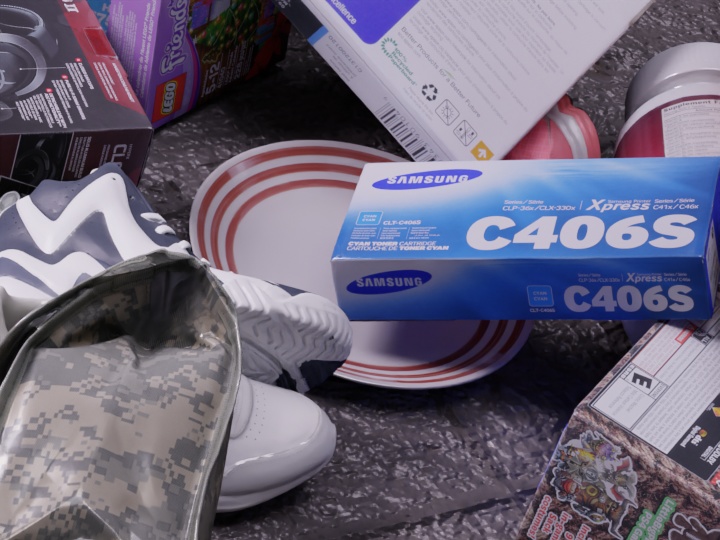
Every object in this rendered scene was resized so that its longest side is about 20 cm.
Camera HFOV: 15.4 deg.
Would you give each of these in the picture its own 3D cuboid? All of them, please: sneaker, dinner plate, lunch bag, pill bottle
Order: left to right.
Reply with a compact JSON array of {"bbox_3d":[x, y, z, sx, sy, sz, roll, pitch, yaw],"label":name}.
[{"bbox_3d":[-0.122,0.106,1.167,0.117,0.164,0.200,17,46,-5],"label":"lunch bag"},{"bbox_3d":[-0.103,0.059,1.301,0.200,0.100,0.075,11,38,-14],"label":"sneaker"},{"bbox_3d":[-0.104,-0.004,1.383,0.199,0.080,0.130,0,46,-1],"label":"sneaker"},{"bbox_3d":[0.000,0.000,1.478,0.200,0.024,0.200,12,38,-10],"label":"dinner plate"},{"bbox_3d":[0.050,-0.107,1.588,0.200,0.074,0.087,40,44,23],"label":"sneaker"},{"bbox_3d":[0.201,-0.039,1.545,0.109,0.110,0.200,14,38,-8],"label":"pill bottle"}]

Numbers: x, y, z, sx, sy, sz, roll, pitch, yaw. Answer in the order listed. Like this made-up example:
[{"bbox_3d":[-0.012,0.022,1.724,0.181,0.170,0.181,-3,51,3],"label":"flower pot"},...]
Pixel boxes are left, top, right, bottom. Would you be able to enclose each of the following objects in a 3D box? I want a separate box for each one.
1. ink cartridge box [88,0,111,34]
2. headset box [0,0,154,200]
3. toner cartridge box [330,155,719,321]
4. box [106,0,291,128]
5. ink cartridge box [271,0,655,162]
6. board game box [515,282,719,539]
[{"bbox_3d":[-0.177,-0.264,1.570,0.146,0.200,0.147,15,39,-7],"label":"ink cartridge box"},{"bbox_3d":[-0.216,-0.094,1.450,0.200,0.077,0.149,-4,45,-29],"label":"headset box"},{"bbox_3d":[0.092,-0.017,1.422,0.199,0.043,0.095,-1,35,15],"label":"toner cartridge box"},{"bbox_3d":[-0.082,-0.190,1.524,0.039,0.200,0.137,30,39,25],"label":"box"},{"bbox_3d":[0.055,-0.175,1.539,0.198,0.043,0.200,48,62,-5],"label":"ink cartridge box"},{"bbox_3d":[0.210,0.121,1.369,0.200,0.097,0.159,33,40,15],"label":"board game box"}]
